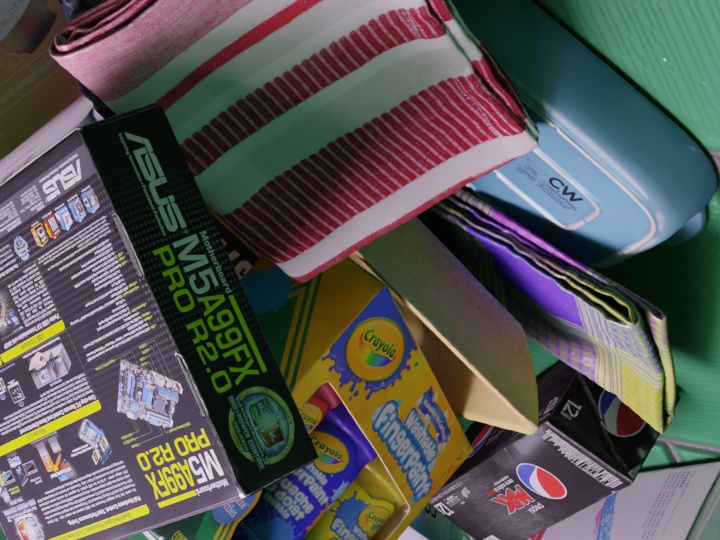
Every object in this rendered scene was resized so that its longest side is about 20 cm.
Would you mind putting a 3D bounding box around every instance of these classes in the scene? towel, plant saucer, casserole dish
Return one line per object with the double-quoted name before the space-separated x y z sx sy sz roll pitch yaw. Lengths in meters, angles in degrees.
"towel" 0.082 0.009 0.915 0.200 0.023 0.144 33 165 26
"towel" -0.019 -0.075 0.731 0.144 0.023 0.200 -30 140 12
"plant saucer" 0.000 0.000 0.947 0.200 0.049 0.200 44 165 -21
"casserole dish" 0.083 -0.067 0.836 0.200 0.039 0.121 39 153 -9

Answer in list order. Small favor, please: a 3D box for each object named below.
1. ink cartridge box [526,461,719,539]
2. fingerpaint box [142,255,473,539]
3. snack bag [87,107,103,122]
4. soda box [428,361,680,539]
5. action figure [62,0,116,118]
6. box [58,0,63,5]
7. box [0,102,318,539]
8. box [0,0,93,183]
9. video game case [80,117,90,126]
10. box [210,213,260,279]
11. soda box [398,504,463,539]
"ink cartridge box" 0.200 0.204 1.087 0.146 0.083 0.200 43 152 -15
"fingerpaint box" -0.036 0.100 0.904 0.073 0.167 0.200 34 164 31
"snack bag" -0.099 -0.049 1.081 0.188 0.021 0.200 41 152 -13
"soda box" 0.113 0.112 1.047 0.063 0.071 0.200 37 152 -4
"action figure" -0.082 -0.089 0.819 0.194 0.104 0.201 99 154 -78
"box" -0.177 -0.208 0.895 0.136 0.038 0.200 42 152 -14
"box" -0.120 0.037 0.743 0.200 0.044 0.161 -26 89 49
"box" -0.258 -0.118 0.893 0.200 0.152 0.106 47 147 -4
"video game case" -0.257 -0.151 1.051 0.199 0.017 0.143 31 163 20
"box" -0.107 0.003 1.029 0.200 0.049 0.160 42 164 -11
"soda box" 0.011 0.141 1.135 0.063 0.069 0.200 -2 158 23
